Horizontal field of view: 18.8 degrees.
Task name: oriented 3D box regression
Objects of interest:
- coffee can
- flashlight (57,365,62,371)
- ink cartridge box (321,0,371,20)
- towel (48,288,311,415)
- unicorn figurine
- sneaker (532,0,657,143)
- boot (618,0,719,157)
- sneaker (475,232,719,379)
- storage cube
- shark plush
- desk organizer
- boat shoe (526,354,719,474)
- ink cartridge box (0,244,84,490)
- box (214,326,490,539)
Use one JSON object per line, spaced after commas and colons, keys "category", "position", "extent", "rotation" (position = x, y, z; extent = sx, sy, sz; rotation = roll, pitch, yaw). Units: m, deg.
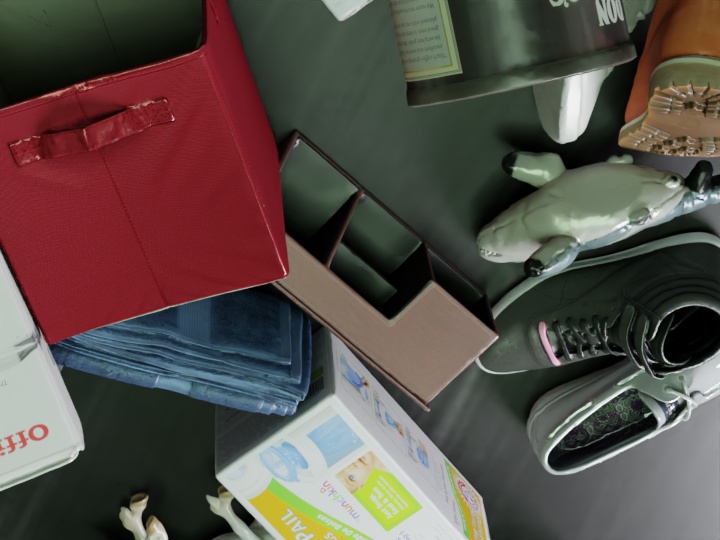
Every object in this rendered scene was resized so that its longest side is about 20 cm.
{"category": "coffee can", "position": [0.080, -0.214, 1.350], "extent": [0.146, 0.146, 0.201], "rotation": [-12, 97, 3]}
{"category": "flashlight", "position": [-0.283, 0.133, 1.592], "extent": [0.068, 0.068, 0.200], "rotation": [23, 115, -11]}
{"category": "ink cartridge box", "position": [-0.065, -0.265, 1.322], "extent": [0.043, 0.198, 0.200], "rotation": [-34, 114, 11]}
{"category": "towel", "position": [-0.133, 0.037, 1.523], "extent": [0.200, 0.112, 0.049], "rotation": [14, 123, -10]}
{"category": "unicorn figurine", "position": [-0.094, 0.219, 1.651], "extent": [0.200, 0.074, 0.138], "rotation": [-12, 118, 23]}
{"category": "sneaker", "position": [0.167, -0.179, 1.455], "extent": [0.088, 0.075, 0.200], "rotation": [-3, 118, -16]}
{"category": "boot", "position": [0.218, -0.137, 1.445], "extent": [0.075, 0.200, 0.108], "rotation": [6, 76, -1]}
{"category": "sneaker", "position": [0.174, 0.041, 1.550], "extent": [0.200, 0.099, 0.071], "rotation": [-21, 119, 9]}
{"category": "storage cube", "position": [-0.153, -0.091, 1.413], "extent": [0.171, 0.200, 0.180], "rotation": [-16, 124, 5]}
{"category": "shark plush", "position": [0.177, -0.051, 1.530], "extent": [0.200, 0.091, 0.083], "rotation": [-22, 160, -4]}
{"category": "desk organizer", "position": [0.000, 0.000, 1.535], "extent": [0.200, 0.072, 0.077], "rotation": [40, 107, -21]}
{"category": "boat shoe", "position": [0.214, 0.089, 1.594], "extent": [0.200, 0.069, 0.072], "rotation": [-22, 117, 9]}
{"category": "ink cartridge box", "position": [-0.281, 0.048, 1.400], "extent": [0.145, 0.085, 0.200], "rotation": [-21, 112, -5]}
{"category": "box", "position": [-0.004, 0.160, 1.601], "extent": [0.112, 0.101, 0.200], "rotation": [-36, 114, 14]}
